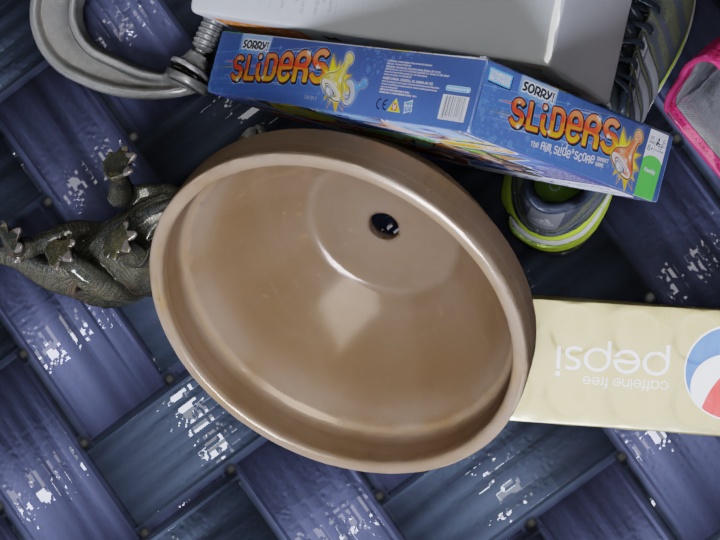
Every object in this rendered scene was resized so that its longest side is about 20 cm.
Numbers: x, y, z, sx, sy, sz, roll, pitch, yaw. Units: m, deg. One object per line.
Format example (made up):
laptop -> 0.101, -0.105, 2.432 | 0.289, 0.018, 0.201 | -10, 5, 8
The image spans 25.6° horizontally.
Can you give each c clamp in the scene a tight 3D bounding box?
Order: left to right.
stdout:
c clamp -> -0.091, -0.181, 0.901 | 0.170, 0.027, 0.201 | 31, 91, 4

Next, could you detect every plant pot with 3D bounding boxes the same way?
plant pot -> 0.000, 0.000, 0.814 | 0.199, 0.093, 0.202 | 13, 132, 14

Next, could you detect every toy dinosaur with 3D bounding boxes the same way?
toy dinosaur -> -0.131, -0.009, 0.874 | 0.199, 0.102, 0.077 | -31, 58, 17

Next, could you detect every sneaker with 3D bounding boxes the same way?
sneaker -> 0.133, -0.105, 0.853 | 0.073, 0.081, 0.202 | 18, 91, 5

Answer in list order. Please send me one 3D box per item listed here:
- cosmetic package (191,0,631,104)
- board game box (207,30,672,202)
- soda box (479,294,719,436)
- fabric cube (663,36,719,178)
cosmetic package -> 0.027, -0.141, 0.804 | 0.199, 0.101, 0.072 | 12, 90, 27
board game box -> 0.035, -0.078, 0.785 | 0.199, 0.135, 0.035 | 15, 90, 48
soda box -> 0.161, 0.052, 0.858 | 0.198, 0.064, 0.068 | 4, 90, 4
fabric cube -> 0.294, -0.084, 0.782 | 0.199, 0.196, 0.200 | -41, 86, 4
